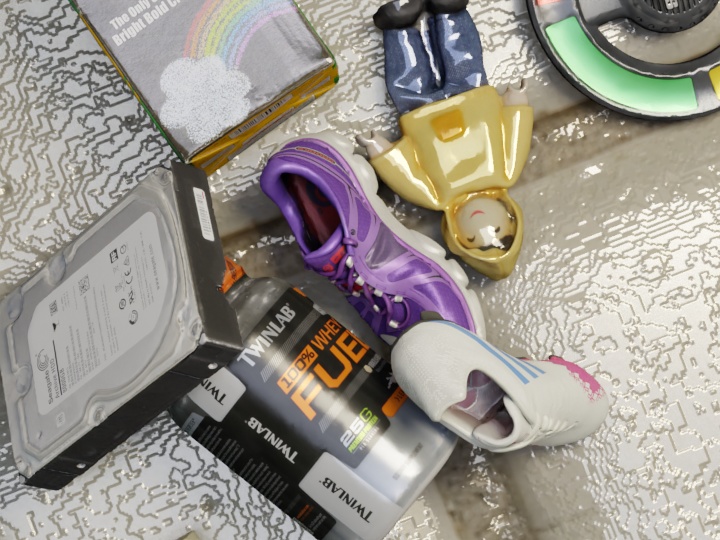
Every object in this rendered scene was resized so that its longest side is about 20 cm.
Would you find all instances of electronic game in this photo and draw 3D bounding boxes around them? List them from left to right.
[{"bbox_3d":[0.210,-0.202,1.478,0.199,0.042,0.201,-1,98,-4],"label":"electronic game"}]

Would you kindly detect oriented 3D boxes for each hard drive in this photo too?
[{"bbox_3d":[-0.162,0.037,1.403,0.200,0.038,0.140,-37,53,35],"label":"hard drive"}]

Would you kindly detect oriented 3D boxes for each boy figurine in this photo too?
[{"bbox_3d":[0.060,-0.089,1.475,0.124,0.064,0.201,-13,85,-4],"label":"boy figurine"}]

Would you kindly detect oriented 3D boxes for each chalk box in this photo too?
[{"bbox_3d":[-0.119,-0.180,1.449,0.124,0.124,0.200,-34,87,-1],"label":"chalk box"}]

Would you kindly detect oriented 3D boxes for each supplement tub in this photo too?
[{"bbox_3d":[-0.043,0.089,1.437,0.200,0.123,0.123,39,88,1],"label":"supplement tub"}]

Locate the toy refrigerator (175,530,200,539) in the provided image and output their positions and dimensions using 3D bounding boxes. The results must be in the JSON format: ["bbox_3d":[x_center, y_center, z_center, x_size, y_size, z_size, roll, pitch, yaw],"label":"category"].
[{"bbox_3d":[-0.088,0.277,1.452,0.070,0.076,0.200,-30,87,-2],"label":"toy refrigerator"}]

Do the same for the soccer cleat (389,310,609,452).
[{"bbox_3d":[0.099,0.092,1.414,0.070,0.200,0.086,-49,44,21],"label":"soccer cleat"}]

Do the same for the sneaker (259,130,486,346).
[{"bbox_3d":[0.000,0.000,1.451,0.200,0.083,0.081,49,121,4],"label":"sneaker"}]
